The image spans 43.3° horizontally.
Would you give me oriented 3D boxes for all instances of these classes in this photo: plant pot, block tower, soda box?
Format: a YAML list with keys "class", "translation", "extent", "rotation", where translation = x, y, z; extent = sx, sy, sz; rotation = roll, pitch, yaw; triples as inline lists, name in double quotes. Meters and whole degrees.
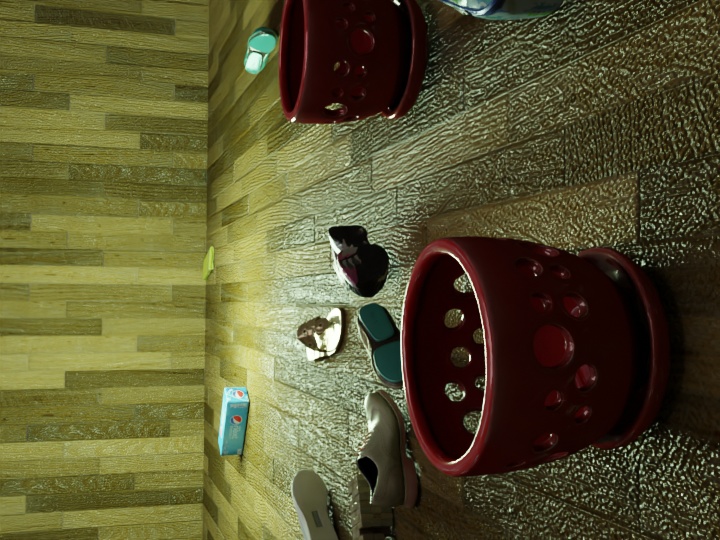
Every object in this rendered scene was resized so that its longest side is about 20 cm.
- class: "plant pot"
  translation: [0.149, 0.073, 0.783]
  extent: [0.200, 0.182, 0.201]
  rotation: [-178, 90, -72]
- class: "plant pot"
  translation: [-0.013, -0.308, 1.293]
  extent: [0.200, 0.182, 0.201]
  rotation: [-179, 90, -72]
- class: "block tower"
  translation: [0.021, 0.407, 1.386]
  extent: [0.058, 0.054, 0.200]
  rotation: [121, 146, -59]
- class: "soda box"
  translation: [-0.362, 0.430, 2.580]
  extent: [0.068, 0.064, 0.200]
  rotation: [-115, 31, -55]

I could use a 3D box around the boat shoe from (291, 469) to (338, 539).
- class: "boat shoe"
  translation: [-0.087, 0.472, 1.717]
  extent: [0.200, 0.072, 0.069]
  rotation: [-120, 35, -43]

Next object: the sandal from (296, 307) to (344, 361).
- class: "sandal"
  translation: [-0.091, 0.130, 1.726]
  extent: [0.212, 0.069, 0.078]
  rotation: [129, 138, -63]

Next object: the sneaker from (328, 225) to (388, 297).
- class: "sneaker"
  translation: [0.000, 0.000, 1.445]
  extent: [0.200, 0.080, 0.087]
  rotation: [-108, 12, -64]

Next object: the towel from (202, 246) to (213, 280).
- class: "towel"
  translation: [-0.553, -0.023, 3.294]
  extent: [0.200, 0.018, 0.086]
  rotation: [142, 132, -69]

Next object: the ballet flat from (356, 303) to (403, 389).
- class: "ballet flat"
  translation: [0.043, 0.123, 1.329]
  extent: [0.200, 0.071, 0.071]
  rotation: [-118, 33, -55]

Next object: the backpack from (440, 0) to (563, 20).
- class: "backpack"
  translation: [0.132, -0.347, 0.921]
  extent: [0.200, 0.147, 0.183]
  rotation: [-128, 40, -59]

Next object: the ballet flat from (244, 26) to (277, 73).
- class: "ballet flat"
  translation: [-0.253, -0.577, 2.296]
  extent: [0.200, 0.067, 0.071]
  rotation: [138, 145, -64]

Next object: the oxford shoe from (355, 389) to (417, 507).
- class: "oxford shoe"
  translation: [0.027, 0.257, 1.337]
  extent: [0.200, 0.074, 0.071]
  rotation: [-108, 26, -46]
